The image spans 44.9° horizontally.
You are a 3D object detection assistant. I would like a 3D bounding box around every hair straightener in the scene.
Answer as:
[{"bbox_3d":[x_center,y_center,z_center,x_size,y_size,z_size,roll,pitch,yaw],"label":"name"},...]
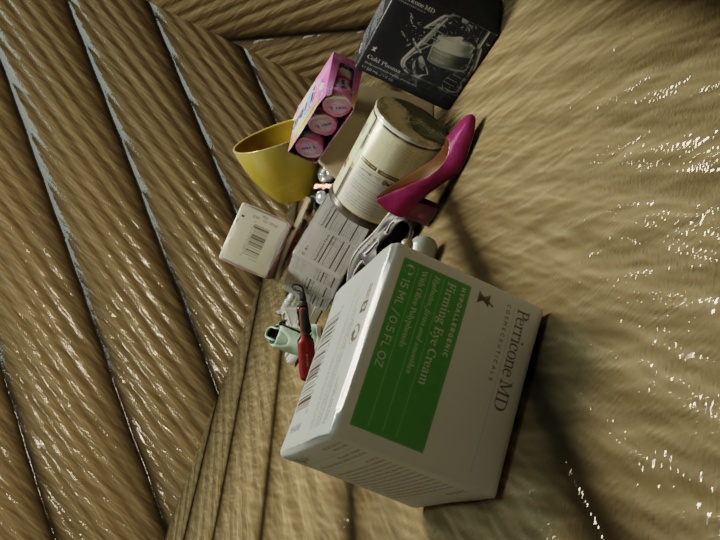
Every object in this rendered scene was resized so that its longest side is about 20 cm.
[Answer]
[{"bbox_3d":[-0.121,0.123,1.801,0.077,0.041,0.200,-128,29,-80],"label":"hair straightener"}]

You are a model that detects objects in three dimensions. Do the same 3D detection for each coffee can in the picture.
[{"bbox_3d":[0.049,-0.192,1.588,0.200,0.146,0.146,-59,13,32],"label":"coffee can"}]

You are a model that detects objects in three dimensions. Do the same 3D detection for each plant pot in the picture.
[{"bbox_3d":[0.025,-0.265,1.783,0.200,0.177,0.200,-59,13,32],"label":"plant pot"},{"bbox_3d":[-0.156,-0.230,1.883,0.200,0.200,0.142,-91,-17,-66],"label":"plant pot"}]

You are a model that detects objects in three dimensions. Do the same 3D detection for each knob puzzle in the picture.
[{"bbox_3d":[-0.135,-0.062,1.893,0.220,0.030,0.220,-156,90,-90],"label":"knob puzzle"}]

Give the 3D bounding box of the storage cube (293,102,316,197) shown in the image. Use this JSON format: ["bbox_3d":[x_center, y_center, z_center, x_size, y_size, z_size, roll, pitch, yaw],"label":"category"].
[{"bbox_3d":[-0.065,-0.266,2.024,0.180,0.200,0.171,0,-59,-56],"label":"storage cube"}]

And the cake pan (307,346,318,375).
[{"bbox_3d":[-0.048,0.157,1.610,0.201,0.037,0.200,-62,11,22],"label":"cake pan"}]

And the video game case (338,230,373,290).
[{"bbox_3d":[0.000,0.000,1.765,0.200,0.018,0.143,-62,12,24],"label":"video game case"}]

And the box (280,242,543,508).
[{"bbox_3d":[0.047,0.115,0.880,0.200,0.171,0.199,-41,28,65],"label":"box"}]

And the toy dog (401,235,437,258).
[{"bbox_3d":[0.042,0.036,1.272,0.132,0.096,0.200,-54,16,47],"label":"toy dog"}]

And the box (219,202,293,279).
[{"bbox_3d":[-0.213,-0.058,1.849,0.200,0.109,0.128,64,-131,-89],"label":"box"}]

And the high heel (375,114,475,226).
[{"bbox_3d":[0.107,-0.171,1.396,0.067,0.096,0.200,-103,38,-72],"label":"high heel"}]

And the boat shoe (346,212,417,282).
[{"bbox_3d":[0.033,-0.024,1.513,0.200,0.073,0.063,-57,10,22],"label":"boat shoe"}]

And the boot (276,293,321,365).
[{"bbox_3d":[-0.159,0.119,2.072,0.074,0.095,0.200,-126,60,-78],"label":"boot"}]

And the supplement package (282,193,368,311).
[{"bbox_3d":[-0.070,-0.033,1.801,0.156,0.111,0.200,-62,0,-24],"label":"supplement package"}]

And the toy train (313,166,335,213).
[{"bbox_3d":[-0.033,-0.169,1.883,0.200,0.085,0.114,10,-97,-58],"label":"toy train"}]

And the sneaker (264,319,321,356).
[{"bbox_3d":[-0.151,0.141,1.929,0.200,0.118,0.074,-156,88,-81],"label":"sneaker"}]

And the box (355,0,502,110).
[{"bbox_3d":[0.124,-0.433,1.596,0.197,0.200,0.124,124,163,-46],"label":"box"}]

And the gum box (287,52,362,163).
[{"bbox_3d":[-0.067,-0.314,1.679,0.200,0.066,0.114,-47,29,52],"label":"gum box"}]
